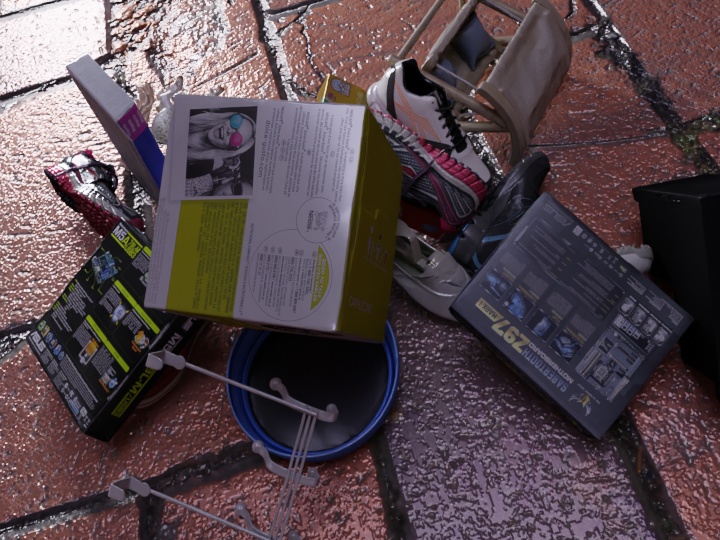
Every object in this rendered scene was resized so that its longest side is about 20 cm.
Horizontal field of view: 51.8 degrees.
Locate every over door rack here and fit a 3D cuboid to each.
[{"bbox_3d":[-0.133,0.176,0.745,0.195,0.067,0.151,17,92,1],"label":"over door rack"}]

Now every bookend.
[{"bbox_3d":[0.374,0.008,0.785,0.090,0.199,0.205,-9,97,4],"label":"bookend"}]

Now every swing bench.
[{"bbox_3d":[0.170,-0.279,1.021,0.196,0.131,0.201,20,60,23],"label":"swing bench"}]

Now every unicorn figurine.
[{"bbox_3d":[-0.233,-0.209,1.082,0.195,0.074,0.140,2,64,0],"label":"unicorn figurine"}]

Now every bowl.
[{"bbox_3d":[-0.051,0.114,0.829,0.195,0.040,0.205,-5,60,9],"label":"bowl"}]

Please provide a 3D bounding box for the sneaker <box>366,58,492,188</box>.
[{"bbox_3d":[0.094,-0.174,0.921,0.200,0.080,0.074,45,48,-1],"label":"sneaker"}]

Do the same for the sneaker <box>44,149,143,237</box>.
[{"bbox_3d":[-0.361,-0.110,1.026,0.074,0.081,0.199,-40,57,-22],"label":"sneaker"}]

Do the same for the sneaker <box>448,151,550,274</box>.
[{"bbox_3d":[0.187,-0.064,0.915,0.081,0.073,0.201,39,65,3],"label":"sneaker"}]

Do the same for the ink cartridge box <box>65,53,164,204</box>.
[{"bbox_3d":[-0.291,-0.160,0.983,0.043,0.198,0.200,-37,56,-15],"label":"ink cartridge box"}]

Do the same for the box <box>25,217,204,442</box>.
[{"bbox_3d":[-0.288,0.062,0.871,0.194,0.048,0.199,-50,50,-5],"label":"box"}]

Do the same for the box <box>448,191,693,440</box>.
[{"bbox_3d":[0.212,0.046,0.765,0.199,0.051,0.158,41,85,8],"label":"box"}]

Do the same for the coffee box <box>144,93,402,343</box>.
[{"bbox_3d":[-0.073,-0.041,0.749,0.193,0.200,0.205,6,83,14],"label":"coffee box"}]

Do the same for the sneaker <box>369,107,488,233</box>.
[{"bbox_3d":[0.052,-0.124,0.871,0.198,0.081,0.075,35,95,8],"label":"sneaker"}]

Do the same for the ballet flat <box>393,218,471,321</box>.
[{"bbox_3d":[0.069,-0.010,0.873,0.199,0.070,0.069,37,67,21],"label":"ballet flat"}]

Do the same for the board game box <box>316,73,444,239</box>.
[{"bbox_3d":[0.029,-0.145,0.943,0.196,0.040,0.156,21,54,-18],"label":"board game box"}]

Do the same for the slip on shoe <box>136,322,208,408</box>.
[{"bbox_3d":[-0.227,0.071,0.892,0.073,0.062,0.202,20,62,21],"label":"slip on shoe"}]

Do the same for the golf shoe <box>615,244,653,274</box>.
[{"bbox_3d":[0.247,0.044,0.825,0.196,0.078,0.099,-25,72,-1],"label":"golf shoe"}]
